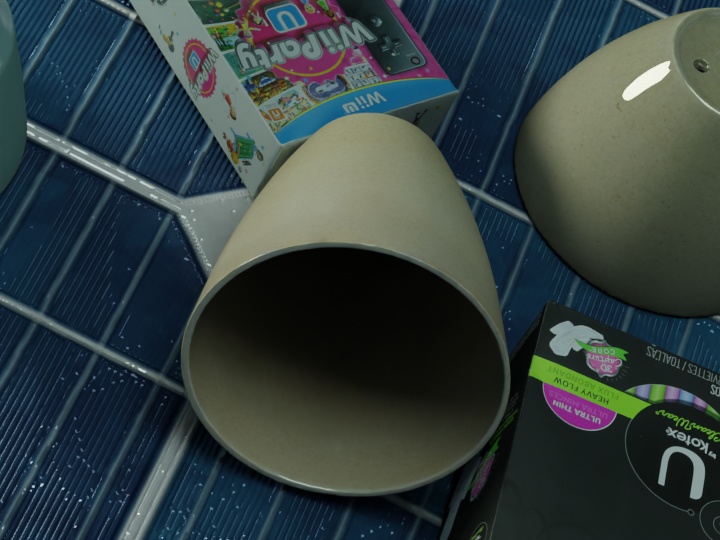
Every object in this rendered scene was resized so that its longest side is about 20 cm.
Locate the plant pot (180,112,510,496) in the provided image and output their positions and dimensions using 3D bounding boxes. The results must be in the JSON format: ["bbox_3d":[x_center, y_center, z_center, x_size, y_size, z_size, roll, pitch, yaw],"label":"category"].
[{"bbox_3d":[0.000,0.000,1.510,0.187,0.187,0.200,20,36,-9],"label":"plant pot"}]

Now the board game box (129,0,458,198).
[{"bbox_3d":[-0.052,-0.157,1.662,0.148,0.064,0.200,-19,66,-33],"label":"board game box"}]

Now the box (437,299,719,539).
[{"bbox_3d":[0.133,0.149,1.474,0.148,0.124,0.200,23,50,-6],"label":"box"}]

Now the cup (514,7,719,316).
[{"bbox_3d":[0.221,-0.091,1.682,0.200,0.143,0.200,12,51,-15],"label":"cup"}]

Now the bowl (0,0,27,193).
[{"bbox_3d":[-0.284,-0.131,1.511,0.201,0.105,0.201,13,51,-16],"label":"bowl"}]
